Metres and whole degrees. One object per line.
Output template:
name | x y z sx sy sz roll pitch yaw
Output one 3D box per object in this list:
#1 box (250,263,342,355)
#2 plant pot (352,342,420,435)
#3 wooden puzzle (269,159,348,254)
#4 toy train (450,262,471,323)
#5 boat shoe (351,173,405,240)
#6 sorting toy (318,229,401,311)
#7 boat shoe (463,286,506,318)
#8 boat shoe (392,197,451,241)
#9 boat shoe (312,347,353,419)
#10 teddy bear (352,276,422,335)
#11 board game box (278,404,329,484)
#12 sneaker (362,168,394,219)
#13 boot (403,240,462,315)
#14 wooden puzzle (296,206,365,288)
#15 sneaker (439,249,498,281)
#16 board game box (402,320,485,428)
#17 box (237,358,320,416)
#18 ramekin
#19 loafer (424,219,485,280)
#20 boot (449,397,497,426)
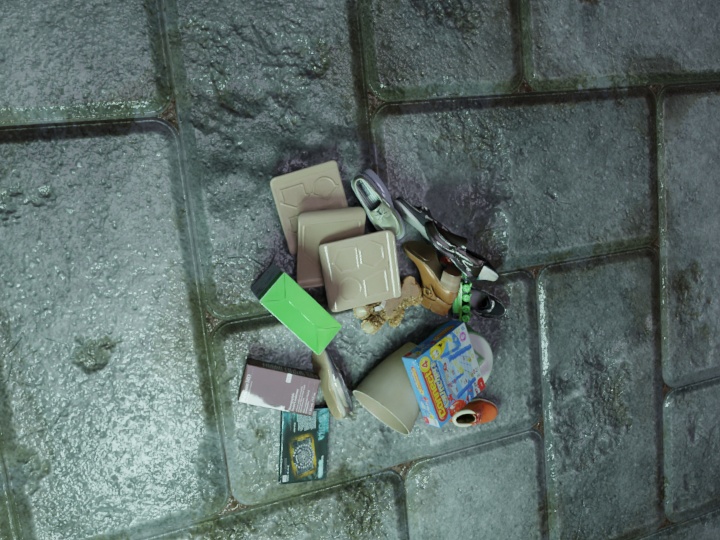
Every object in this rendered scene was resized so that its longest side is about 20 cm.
box | -0.164 0.094 1.389 0.200 0.176 0.097 44 83 -18
plant pot | 0.110 0.304 1.522 0.187 0.186 0.201 46 68 -18
wooden puzzle | -0.125 -0.163 1.447 0.182 0.046 0.204 -19 106 -16
toy train | 0.278 0.051 1.548 0.055 0.042 0.205 5 110 18
boat shoe | 0.041 -0.156 1.432 0.072 0.062 0.201 -38 102 12
sorting toy | 0.000 0.000 1.454 0.195 0.037 0.189 -11 110 -6
boat shoe | 0.351 0.091 1.629 0.198 0.060 0.075 28 87 -19
boat shoe | 0.170 -0.140 1.526 0.199 0.074 0.061 40 87 -21
boat shoe | -0.072 0.293 1.505 0.064 0.071 0.204 -19 90 -40
teddy bear | 0.073 0.090 1.539 0.145 0.067 0.201 42 89 -9
board game box | -0.152 0.468 1.514 0.132 0.028 0.205 1 95 -19
sneaker | 0.045 -0.167 1.488 0.070 0.073 0.203 -31 105 -16
boot | 0.182 0.024 1.549 0.073 0.199 0.157 -28 144 -36
wooden puzzle | -0.079 -0.061 1.452 0.181 0.037 0.204 -8 116 -23
sneaker | 0.304 -0.003 1.609 0.197 0.071 0.094 23 115 -28
board game box | 0.222 0.268 1.471 0.194 0.055 0.204 -31 107 -33
box | -0.208 0.299 1.441 0.196 0.075 0.102 13 91 -11
ramekin | 0.281 0.254 1.602 0.196 0.097 0.205 -2 97 -19
loafer | 0.249 -0.066 1.467 0.200 0.073 0.071 44 109 -4
boot | 0.330 0.422 1.636 0.196 0.107 0.077 5 93 -21
